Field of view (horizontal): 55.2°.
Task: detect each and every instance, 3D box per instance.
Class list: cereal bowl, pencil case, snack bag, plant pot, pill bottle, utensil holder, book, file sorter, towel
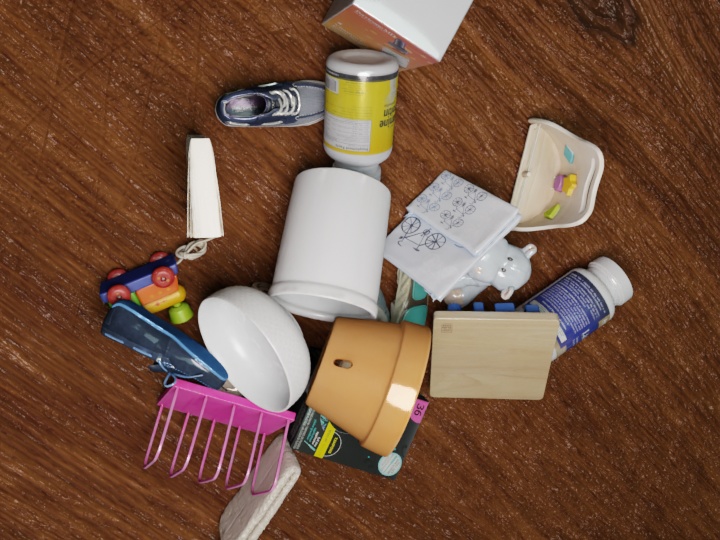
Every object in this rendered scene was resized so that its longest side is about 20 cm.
[{"bbox_3d":[-0.146,0.106,1.022,0.083,0.200,0.201,-37,111,-37],"label":"cereal bowl"},{"bbox_3d":[-0.175,0.116,1.137,0.089,0.078,0.201,25,94,-17],"label":"pencil case"},{"bbox_3d":[0.134,-0.064,1.134,0.200,0.188,0.021,-45,137,-6],"label":"snack bag"},{"bbox_3d":[0.005,0.156,1.021,0.139,0.200,0.201,19,96,-3],"label":"plant pot"},{"bbox_3d":[0.390,0.067,1.266,0.200,0.116,0.116,-34,108,-6],"label":"pill bottle"},{"bbox_3d":[-0.042,-0.036,1.066,0.169,0.170,0.201,15,74,-18],"label":"utensil holder"},{"bbox_3d":[-0.233,-0.129,1.005,0.048,0.200,0.134,-3,102,-15],"label":"book"},{"bbox_3d":[-0.002,-0.234,1.079,0.111,0.112,0.201,-6,123,-14],"label":"pill bottle"},{"bbox_3d":[-0.230,0.274,1.100,0.199,0.139,0.126,20,61,-19],"label":"file sorter"},{"bbox_3d":[-0.171,0.385,1.166,0.034,0.133,0.200,35,91,-21],"label":"towel"}]

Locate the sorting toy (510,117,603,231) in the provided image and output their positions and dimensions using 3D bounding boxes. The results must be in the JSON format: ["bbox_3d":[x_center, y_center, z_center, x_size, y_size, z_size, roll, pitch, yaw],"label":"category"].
[{"bbox_3d":[0.344,-0.149,1.174,0.106,0.180,0.201,10,99,-17],"label":"sorting toy"}]

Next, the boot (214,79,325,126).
[{"bbox_3d":[-0.123,-0.255,1.067,0.199,0.090,0.073,-13,105,-13],"label":"boot"}]

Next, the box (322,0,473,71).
[{"bbox_3d":[0.049,-0.388,1.030,0.152,0.200,0.107,28,93,-18],"label":"box"}]

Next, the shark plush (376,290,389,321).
[{"bbox_3d":[0.000,0.000,1.190,0.083,0.091,0.201,-11,84,-33],"label":"shark plush"}]

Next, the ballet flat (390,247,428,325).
[{"bbox_3d":[0.085,0.047,1.206,0.067,0.062,0.201,-2,114,-37],"label":"ballet flat"}]

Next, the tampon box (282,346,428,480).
[{"bbox_3d":[-0.014,0.242,1.183,0.199,0.126,0.151,21,95,-18],"label":"tampon box"}]

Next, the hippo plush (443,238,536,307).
[{"bbox_3d":[0.212,0.006,1.179,0.199,0.161,0.160,30,92,-19],"label":"hippo plush"}]

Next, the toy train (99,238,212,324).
[{"bbox_3d":[-0.295,0.032,1.090,0.199,0.085,0.116,-23,117,-10],"label":"toy train"}]

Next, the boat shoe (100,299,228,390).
[{"bbox_3d":[-0.292,0.122,1.031,0.200,0.084,0.069,36,90,-2],"label":"boat shoe"}]

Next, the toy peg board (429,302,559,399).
[{"bbox_3d":[0.221,0.120,1.187,0.199,0.098,0.200,0,131,4],"label":"toy peg board"}]
